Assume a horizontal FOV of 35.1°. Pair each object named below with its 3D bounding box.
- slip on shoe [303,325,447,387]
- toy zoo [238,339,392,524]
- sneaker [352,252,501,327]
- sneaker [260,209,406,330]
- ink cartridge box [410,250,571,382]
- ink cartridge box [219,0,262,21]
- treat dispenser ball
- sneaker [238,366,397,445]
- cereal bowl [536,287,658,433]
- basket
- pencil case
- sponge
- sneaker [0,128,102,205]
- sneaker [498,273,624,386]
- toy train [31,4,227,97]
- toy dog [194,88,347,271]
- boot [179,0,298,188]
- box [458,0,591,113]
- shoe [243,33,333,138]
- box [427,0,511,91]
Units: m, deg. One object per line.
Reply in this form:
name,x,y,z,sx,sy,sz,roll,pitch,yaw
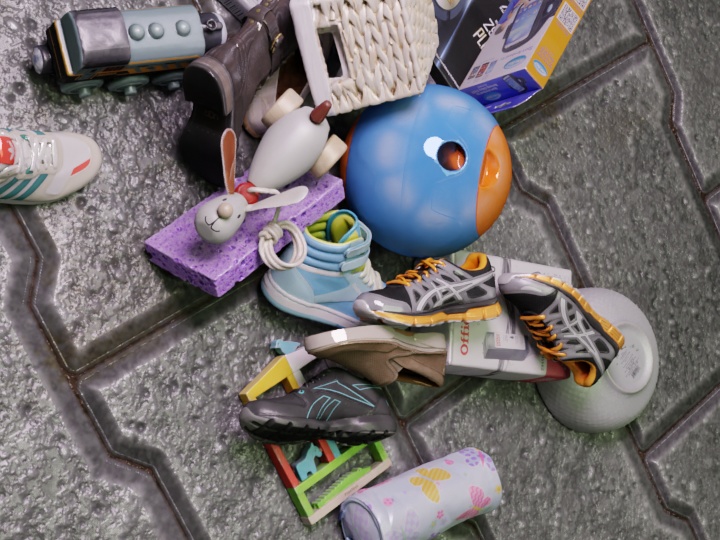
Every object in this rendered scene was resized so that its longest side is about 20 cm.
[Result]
slip on shoe,0.022,0.099,1.274,0.200,0.076,0.061,9,72,-46
toy zoo,-0.056,0.169,1.301,0.131,0.020,0.201,-32,100,-33
sneaker,0.074,0.023,1.284,0.199,0.078,0.078,-5,96,-38
sneaker,0.000,0.000,1.293,0.199,0.131,0.080,12,33,-32
ink cartridge box,0.165,0.059,1.427,0.199,0.085,0.146,8,78,-31
ink cartridge box,-0.127,-0.406,1.325,0.198,0.043,0.200,41,65,-22
treat dispenser ball,0.075,-0.115,1.322,0.200,0.201,0.202,5,80,-33
sneaker,-0.050,0.151,1.263,0.199,0.075,0.080,8,64,-39
cereal bowl,0.331,0.118,1.529,0.199,0.083,0.201,6,78,-33
basket,0.011,-0.274,1.266,0.200,0.123,0.136,-74,153,-59
pencil case,0.073,0.276,1.331,0.199,0.083,0.091,-17,133,-34
sponge,-0.124,-0.055,1.239,0.200,0.111,0.030,-40,139,-31
sneaker,-0.338,-0.104,1.111,0.199,0.093,0.071,-8,87,-34
sneaker,0.239,0.068,1.371,0.200,0.078,0.077,35,72,-24
toy train,-0.236,-0.233,1.185,0.199,0.114,0.086,-12,90,-34
toy dog,-0.084,-0.111,1.171,0.131,0.096,0.201,24,62,-13
boot,-0.119,-0.202,1.233,0.069,0.200,0.174,28,53,12
box,0.198,-0.273,1.373,0.041,0.119,0.200,44,61,-24
shoe,-0.072,-0.240,1.331,0.070,0.053,0.201,35,66,-25
box,0.092,-0.324,1.433,0.164,0.086,0.200,-45,108,-31
